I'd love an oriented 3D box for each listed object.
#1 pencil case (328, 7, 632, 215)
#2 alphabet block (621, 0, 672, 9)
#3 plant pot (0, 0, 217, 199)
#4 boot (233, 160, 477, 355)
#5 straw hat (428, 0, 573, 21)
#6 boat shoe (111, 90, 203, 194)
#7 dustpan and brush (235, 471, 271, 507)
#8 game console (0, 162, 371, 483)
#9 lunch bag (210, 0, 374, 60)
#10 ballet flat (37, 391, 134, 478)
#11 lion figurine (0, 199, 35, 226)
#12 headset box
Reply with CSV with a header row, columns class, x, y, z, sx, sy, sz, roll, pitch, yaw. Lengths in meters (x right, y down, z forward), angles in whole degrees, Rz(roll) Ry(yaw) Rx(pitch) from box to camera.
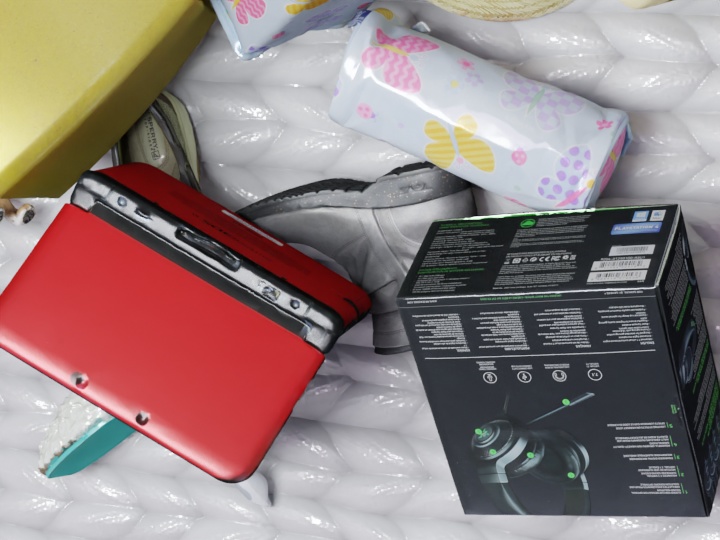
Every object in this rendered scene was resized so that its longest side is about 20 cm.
class,x,y,z,sx,sy,sz,roll,pitch,yaw
pencil case,0.078,-0.103,1.199,0.199,0.091,0.083,25,130,9
alphabet block,0.229,-0.271,1.024,0.194,0.200,0.197,-14,93,-1
plant pot,-0.210,-0.181,1.209,0.176,0.200,0.200,-36,90,3
boot,0.000,0.000,1.279,0.199,0.070,0.132,-8,100,29
straw hat,0.091,-0.240,1.151,0.200,0.085,0.202,3,118,6
boat shoe,-0.145,-0.043,1.311,0.073,0.065,0.201,-27,72,19
dustpan and brush,-0.101,0.114,1.298,0.139,0.200,0.057,21,74,35
game console,-0.115,0.028,1.197,0.199,0.172,0.119,31,102,7
lunch bag,-0.054,-0.262,1.152,0.169,0.127,0.201,-33,81,57
ballet flat,-0.174,0.083,1.374,0.200,0.072,0.072,-36,83,18
lion figurine,-0.322,-0.035,1.415,0.122,0.072,0.201,33,114,24
headset box,0.138,0.068,1.176,0.173,0.093,0.201,-4,124,25
